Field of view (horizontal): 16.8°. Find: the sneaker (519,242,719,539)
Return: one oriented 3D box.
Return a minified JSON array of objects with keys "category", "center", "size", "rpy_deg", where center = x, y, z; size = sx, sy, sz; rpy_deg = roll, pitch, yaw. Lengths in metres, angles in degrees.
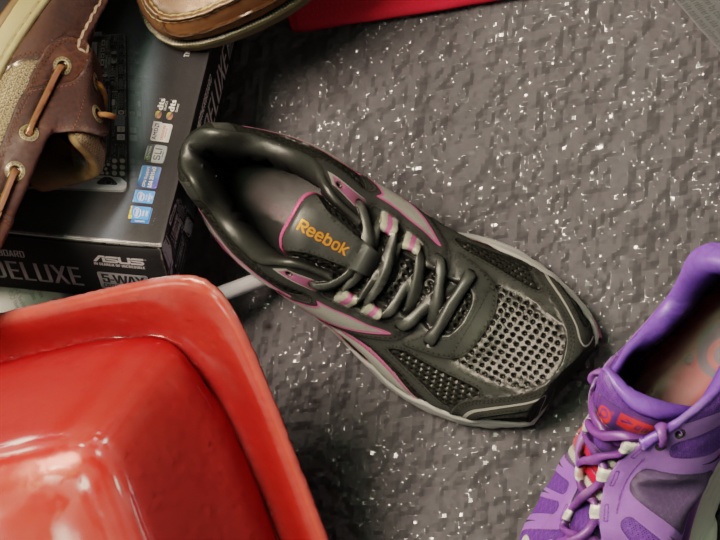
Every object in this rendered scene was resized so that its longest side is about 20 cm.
[{"category":"sneaker","center":[0.099,0.075,0.935],"size":[0.081,0.083,0.200],"rpy_deg":[26,87,36]}]

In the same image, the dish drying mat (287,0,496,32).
[{"category":"dish drying mat","center":[0.049,-0.156,1.078],"size":[0.199,0.018,0.077],"rpy_deg":[-6,98,27]}]

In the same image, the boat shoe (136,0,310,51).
[{"category":"boat shoe","center":[-0.021,-0.170,1.039],"size":[0.200,0.068,0.072],"rpy_deg":[-36,75,8]}]

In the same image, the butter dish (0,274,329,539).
[{"category":"butter dish","center":[-0.126,0.126,0.971],"size":[0.199,0.148,0.200],"rpy_deg":[-12,107,27]}]

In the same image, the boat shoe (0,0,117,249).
[{"category":"boat shoe","center":[-0.139,-0.061,1.024],"size":[0.072,0.072,0.200],"rpy_deg":[-43,15,51]}]

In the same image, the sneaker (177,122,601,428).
[{"category":"sneaker","center":[0.000,0.000,1.010],"size":[0.200,0.086,0.081],"rpy_deg":[26,88,23]}]

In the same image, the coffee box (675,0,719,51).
[{"category":"coffee box","center":[0.203,-0.192,0.906],"size":[0.197,0.200,0.200],"rpy_deg":[-25,59,20]}]

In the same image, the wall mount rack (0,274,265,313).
[{"category":"wall mount rack","center":[-0.127,0.003,1.110],"size":[0.174,0.075,0.200],"rpy_deg":[-43,57,13]}]

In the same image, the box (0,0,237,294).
[{"category":"box","center":[-0.142,-0.086,1.101],"size":[0.157,0.050,0.200],"rpy_deg":[6,57,9]}]
